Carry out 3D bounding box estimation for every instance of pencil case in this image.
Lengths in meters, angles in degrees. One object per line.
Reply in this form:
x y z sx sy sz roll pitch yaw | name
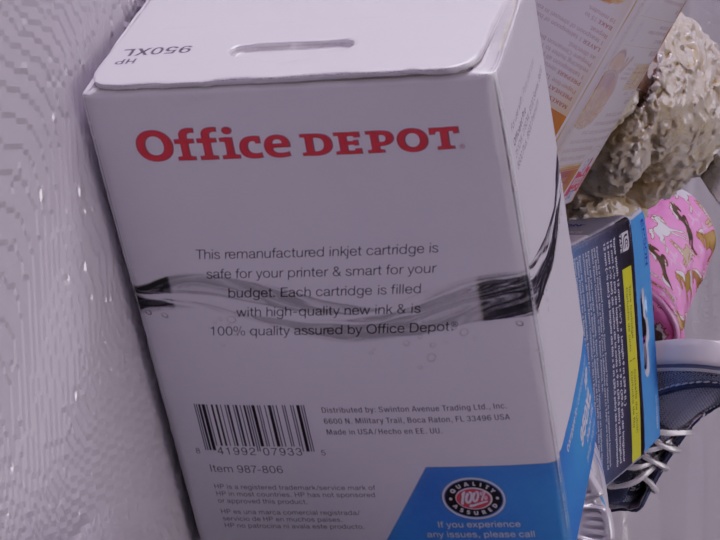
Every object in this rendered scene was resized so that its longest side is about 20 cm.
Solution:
0.199 0.005 1.514 0.200 0.082 0.087 -57 141 -62 | pencil case

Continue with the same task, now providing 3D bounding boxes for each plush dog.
0.144 -0.115 1.282 0.171 0.160 0.201 14 74 -47 | plush dog

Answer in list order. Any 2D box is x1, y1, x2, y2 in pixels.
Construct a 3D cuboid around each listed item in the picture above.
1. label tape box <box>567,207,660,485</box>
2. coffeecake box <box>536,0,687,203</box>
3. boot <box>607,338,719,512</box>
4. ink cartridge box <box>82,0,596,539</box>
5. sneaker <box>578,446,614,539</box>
0.108 0.050 1.208 0.200 0.066 0.144 -25 113 -63 | label tape box
0.116 -0.133 1.109 0.201 0.073 0.153 -61 170 12 | coffeecake box
0.184 0.102 1.346 0.200 0.072 0.091 148 -49 -66 | boot
0.000 0.000 0.772 0.084 0.144 0.201 -68 152 -54 | ink cartridge box
0.075 0.067 1.076 0.087 0.075 0.201 26 45 -70 | sneaker
